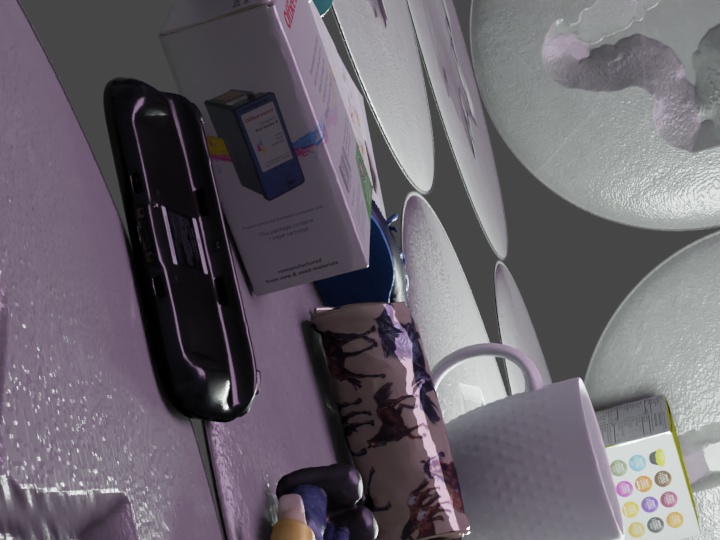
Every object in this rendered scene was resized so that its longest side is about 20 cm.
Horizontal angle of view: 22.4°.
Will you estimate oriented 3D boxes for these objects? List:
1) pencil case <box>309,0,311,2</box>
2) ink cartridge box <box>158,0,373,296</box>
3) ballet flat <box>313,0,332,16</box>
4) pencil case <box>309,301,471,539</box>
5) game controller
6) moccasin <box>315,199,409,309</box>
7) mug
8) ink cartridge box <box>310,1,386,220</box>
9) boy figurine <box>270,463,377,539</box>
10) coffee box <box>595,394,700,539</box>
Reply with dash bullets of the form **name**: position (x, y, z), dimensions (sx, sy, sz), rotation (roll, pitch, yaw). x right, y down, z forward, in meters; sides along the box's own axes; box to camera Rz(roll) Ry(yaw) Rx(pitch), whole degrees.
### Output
- **pencil case**: position (-0.088, -0.256, 1.341), dimensions (0.091, 0.083, 0.200), rotation (52, 1, 19)
- **ink cartridge box**: position (-0.060, -0.107, 1.265), dimensions (0.146, 0.087, 0.201), rotation (-85, 159, -64)
- **ballet flat**: position (-0.079, -0.304, 1.589), dimensions (0.062, 0.067, 0.201), rotation (44, -20, 46)
- **pencil case**: position (0.019, 0.117, 1.396), dimensions (0.078, 0.089, 0.202), rotation (-11, 85, -52)
- **game controller**: position (-0.104, -0.012, 1.044), dimensions (0.104, 0.042, 0.202), rotation (11, 62, -63)
- **moccasin**: position (0.000, 0.000, 1.493), dimensions (0.201, 0.080, 0.069), rotation (82, 15, -49)
- **mug**: position (0.124, 0.164, 1.613), dimensions (0.148, 0.174, 0.202), rotation (-13, 86, -80)
- **ink cartridge box**: position (-0.026, -0.117, 1.595), dimensions (0.174, 0.043, 0.201), rotation (60, 17, -58)
- **boy figurine**: position (-0.025, 0.192, 1.072), dimensions (0.200, 0.064, 0.125), rotation (-91, 166, -65)
- **coffee box**: position (0.476, 0.363, 3.204), dimensions (0.200, 0.196, 0.201), rotation (-67, 141, -74)
